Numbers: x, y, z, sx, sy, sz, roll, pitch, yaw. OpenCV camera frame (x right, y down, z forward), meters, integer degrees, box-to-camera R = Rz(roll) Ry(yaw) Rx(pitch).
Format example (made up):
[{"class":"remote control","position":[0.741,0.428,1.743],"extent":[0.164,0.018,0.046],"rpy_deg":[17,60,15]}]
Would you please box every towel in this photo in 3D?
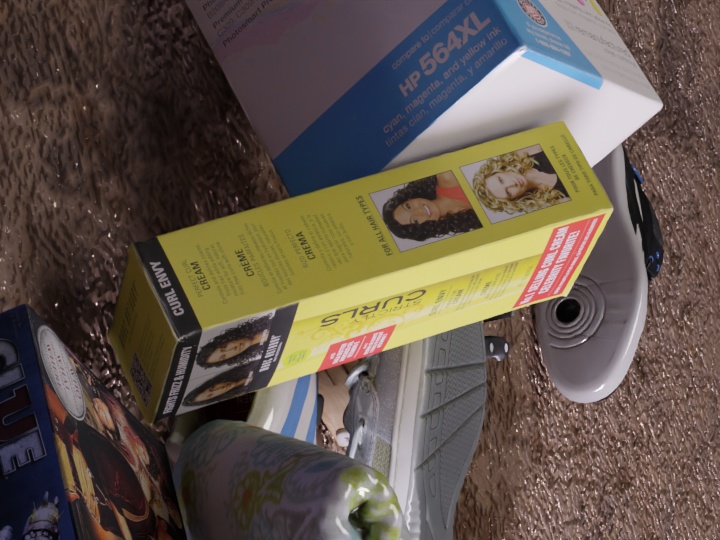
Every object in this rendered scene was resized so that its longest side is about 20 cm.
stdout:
[{"class":"towel","position":[-0.023,0.162,0.889],"extent":[0.048,0.171,0.201],"rpy_deg":[-5,94,-24]}]

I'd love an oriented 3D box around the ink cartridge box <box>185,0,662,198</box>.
[{"class":"ink cartridge box","position":[0.013,-0.122,1.050],"extent":[0.128,0.125,0.200],"rpy_deg":[13,42,-55]}]

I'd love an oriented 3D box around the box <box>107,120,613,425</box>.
[{"class":"box","position":[0.000,0.000,0.967],"extent":[0.050,0.199,0.075],"rpy_deg":[62,-27,24]}]

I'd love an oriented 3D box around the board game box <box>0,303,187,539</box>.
[{"class":"board game box","position":[-0.086,0.128,0.836],"extent":[0.136,0.035,0.201],"rpy_deg":[57,13,-58]}]

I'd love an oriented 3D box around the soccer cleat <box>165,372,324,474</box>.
[{"class":"soccer cleat","position":[-0.050,0.109,1.002],"extent":[0.086,0.070,0.201],"rpy_deg":[9,69,-57]}]

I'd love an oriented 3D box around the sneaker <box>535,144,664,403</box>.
[{"class":"sneaker","position":[0.164,0.007,1.532],"extent":[0.112,0.073,0.201],"rpy_deg":[46,40,-53]}]

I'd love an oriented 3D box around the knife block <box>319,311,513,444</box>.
[{"class":"knife block","position":[0.014,-0.013,1.170],"extent":[0.200,0.064,0.176],"rpy_deg":[60,30,-42]}]

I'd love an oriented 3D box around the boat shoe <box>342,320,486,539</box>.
[{"class":"boat shoe","position":[0.009,0.091,1.058],"extent":[0.074,0.065,0.203],"rpy_deg":[-23,123,-62]}]
